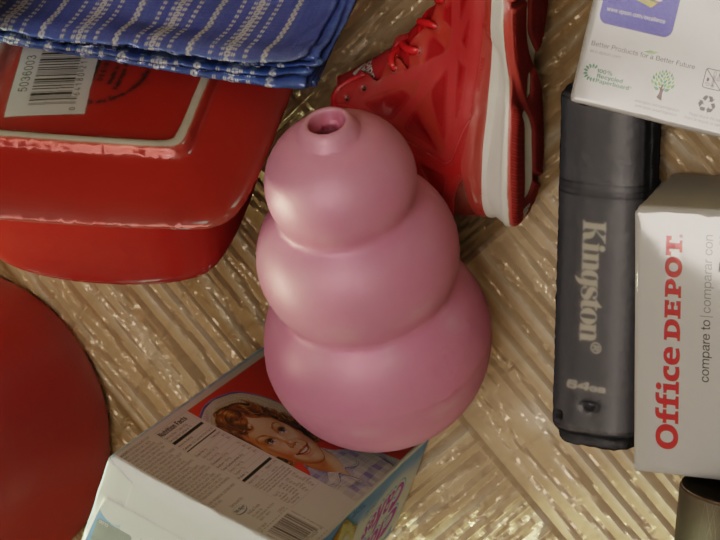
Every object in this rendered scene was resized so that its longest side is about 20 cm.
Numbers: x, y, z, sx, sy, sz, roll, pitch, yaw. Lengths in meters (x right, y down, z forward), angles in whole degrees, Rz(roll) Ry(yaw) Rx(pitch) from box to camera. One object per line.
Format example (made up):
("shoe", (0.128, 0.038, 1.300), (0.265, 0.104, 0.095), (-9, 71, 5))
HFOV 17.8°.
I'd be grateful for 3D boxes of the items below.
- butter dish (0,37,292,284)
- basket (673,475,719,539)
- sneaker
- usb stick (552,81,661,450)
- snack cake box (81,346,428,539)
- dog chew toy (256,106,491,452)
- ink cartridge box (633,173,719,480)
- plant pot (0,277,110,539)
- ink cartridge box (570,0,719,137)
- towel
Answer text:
("butter dish", (-0.127, -0.059, 1.252), (0.198, 0.201, 0.148), (5, 137, 13))
("basket", (0.215, 0.209, 1.175), (0.135, 0.180, 0.201), (2, 99, 7))
("sneaker", (0.036, -0.124, 1.209), (0.115, 0.078, 0.201), (5, 104, 19))
("usb stick", (0.130, -0.003, 1.225), (0.055, 0.033, 0.201), (6, 105, 19))
("snack cake box", (-0.053, 0.120, 1.235), (0.115, 0.200, 0.068), (26, 112, 14))
("dog chew toy", (0.000, 0.000, 1.201), (0.124, 0.125, 0.201), (4, 134, 20))
("ink cartridge box", (0.241, 0.034, 1.163), (0.199, 0.084, 0.147), (4, 105, 20))
("plant pot", (-0.272, 0.113, 1.333), (0.199, 0.177, 0.202), (6, 106, 20))
("ink cartridge box", (0.177, -0.170, 1.150), (0.099, 0.039, 0.201), (16, 98, 16))
("towel", (-0.090, -0.162, 1.220), (0.199, 0.145, 0.024), (10, 141, 19))
